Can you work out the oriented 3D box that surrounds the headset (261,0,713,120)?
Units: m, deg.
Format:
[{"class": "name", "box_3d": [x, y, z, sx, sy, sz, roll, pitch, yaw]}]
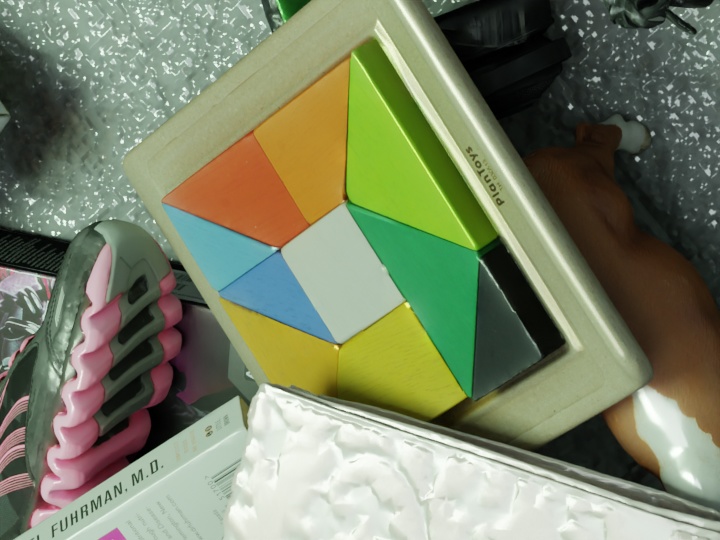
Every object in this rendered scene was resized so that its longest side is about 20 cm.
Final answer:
[{"class": "headset", "box_3d": [0.040, -0.111, 1.098, 0.199, 0.094, 0.124, 6, 109, 31]}]

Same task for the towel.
[{"class": "towel", "box_3d": [0.029, 0.159, 1.072, 0.190, 0.032, 0.201, 18, 104, 16]}]

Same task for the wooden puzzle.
[{"class": "wooden puzzle", "box_3d": [0.000, 0.000, 1.086, 0.200, 0.037, 0.186, -35, 86, 49]}]

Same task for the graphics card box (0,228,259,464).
[{"class": "graphics card box", "box_3d": [-0.114, 0.056, 1.233, 0.199, 0.051, 0.126, 11, 109, 16]}]

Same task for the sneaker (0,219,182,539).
[{"class": "sneaker", "box_3d": [-0.136, 0.066, 1.183, 0.095, 0.079, 0.201, 25, 112, 24]}]

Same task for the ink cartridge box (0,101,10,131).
[{"class": "ink cartridge box", "box_3d": [-0.261, -0.064, 1.242, 0.198, 0.047, 0.200, -52, 58, 26]}]

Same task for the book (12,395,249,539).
[{"class": "book", "box_3d": [-0.094, 0.155, 1.152, 0.199, 0.048, 0.134, -32, 116, 8]}]

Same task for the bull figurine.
[{"class": "bull figurine", "box_3d": [0.116, 0.033, 1.098, 0.065, 0.121, 0.201, -29, 94, 26]}]
